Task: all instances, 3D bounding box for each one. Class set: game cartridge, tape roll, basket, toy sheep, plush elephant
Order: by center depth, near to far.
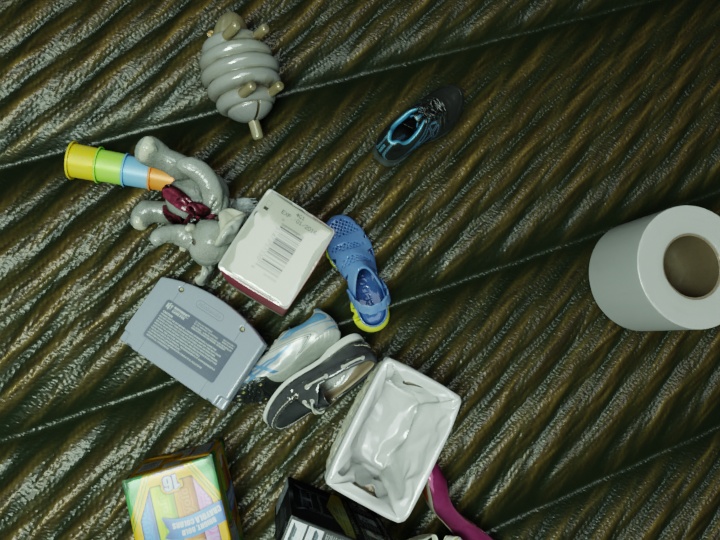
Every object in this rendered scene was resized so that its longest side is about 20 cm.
[{"bbox_3d":[-0.245,-0.069,0.796,0.199,0.165,0.155,13,41,-25],"label":"plush elephant"},{"bbox_3d":[-0.248,0.101,0.821,0.199,0.042,0.133,31,75,11],"label":"game cartridge"},{"bbox_3d":[0.042,0.248,0.825,0.135,0.123,0.201,29,78,-4],"label":"basket"},{"bbox_3d":[-0.187,-0.307,0.857,0.137,0.138,0.201,-11,90,-10],"label":"toy sheep"},{"bbox_3d":[0.519,0.002,0.926,0.202,0.139,0.204,1,83,-10],"label":"tape roll"}]

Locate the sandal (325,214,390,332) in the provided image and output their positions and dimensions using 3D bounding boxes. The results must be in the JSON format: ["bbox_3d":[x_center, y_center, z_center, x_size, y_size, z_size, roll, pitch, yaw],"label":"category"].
[{"bbox_3d":[0.000,0.000,0.870,0.079,0.087,0.201,-24,85,-10],"label":"sandal"}]

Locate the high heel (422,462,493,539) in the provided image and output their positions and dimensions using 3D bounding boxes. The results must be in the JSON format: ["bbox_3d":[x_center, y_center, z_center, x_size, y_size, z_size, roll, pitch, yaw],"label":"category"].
[{"bbox_3d":[0.155,0.370,0.858,0.096,0.067,0.201,-16,98,-7],"label":"high heel"}]

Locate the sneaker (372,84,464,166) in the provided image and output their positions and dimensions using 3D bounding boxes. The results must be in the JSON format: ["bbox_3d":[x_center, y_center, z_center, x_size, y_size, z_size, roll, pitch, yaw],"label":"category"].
[{"bbox_3d":[0.110,-0.253,0.922,0.200,0.082,0.073,-43,89,-13],"label":"sneaker"}]

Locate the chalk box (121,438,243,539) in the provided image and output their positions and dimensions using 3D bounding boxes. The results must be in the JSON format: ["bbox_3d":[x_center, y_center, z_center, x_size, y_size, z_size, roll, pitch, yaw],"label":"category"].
[{"bbox_3d":[-0.239,0.363,0.765,0.123,0.125,0.201,-14,86,-10],"label":"chalk box"}]

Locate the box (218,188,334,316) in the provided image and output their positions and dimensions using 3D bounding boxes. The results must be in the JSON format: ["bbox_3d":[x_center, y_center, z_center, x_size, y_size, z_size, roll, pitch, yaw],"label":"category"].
[{"bbox_3d":[-0.123,-0.016,0.793,0.109,0.200,0.128,32,79,-4],"label":"box"}]

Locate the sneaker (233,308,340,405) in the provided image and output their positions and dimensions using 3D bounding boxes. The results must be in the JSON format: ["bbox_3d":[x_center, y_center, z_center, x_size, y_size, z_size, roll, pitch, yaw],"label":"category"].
[{"bbox_3d":[-0.122,0.138,0.849,0.200,0.072,0.073,-36,47,-3],"label":"sneaker"}]

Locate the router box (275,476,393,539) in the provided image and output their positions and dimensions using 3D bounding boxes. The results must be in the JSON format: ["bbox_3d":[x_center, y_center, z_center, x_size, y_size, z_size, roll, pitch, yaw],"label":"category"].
[{"bbox_3d":[-0.039,0.364,0.758,0.157,0.200,0.052,24,80,-5],"label":"router box"}]

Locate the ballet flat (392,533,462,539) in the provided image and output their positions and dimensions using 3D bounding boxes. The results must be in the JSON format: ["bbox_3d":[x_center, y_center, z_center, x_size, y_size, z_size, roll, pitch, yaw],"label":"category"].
[{"bbox_3d":[0.120,0.423,0.786,0.199,0.068,0.069,21,65,-30],"label":"ballet flat"}]

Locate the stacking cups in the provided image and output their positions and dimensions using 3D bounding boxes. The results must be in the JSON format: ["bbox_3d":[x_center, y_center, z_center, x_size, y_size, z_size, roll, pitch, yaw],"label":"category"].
[{"bbox_3d":[-0.349,-0.153,0.845,0.199,0.061,0.061,10,81,-8],"label":"stacking cups"}]

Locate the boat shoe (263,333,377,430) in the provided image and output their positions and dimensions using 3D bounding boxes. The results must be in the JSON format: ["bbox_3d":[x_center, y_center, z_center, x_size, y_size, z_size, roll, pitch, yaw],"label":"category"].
[{"bbox_3d":[-0.060,0.183,0.829,0.200,0.074,0.060,-38,47,-5],"label":"boat shoe"}]
